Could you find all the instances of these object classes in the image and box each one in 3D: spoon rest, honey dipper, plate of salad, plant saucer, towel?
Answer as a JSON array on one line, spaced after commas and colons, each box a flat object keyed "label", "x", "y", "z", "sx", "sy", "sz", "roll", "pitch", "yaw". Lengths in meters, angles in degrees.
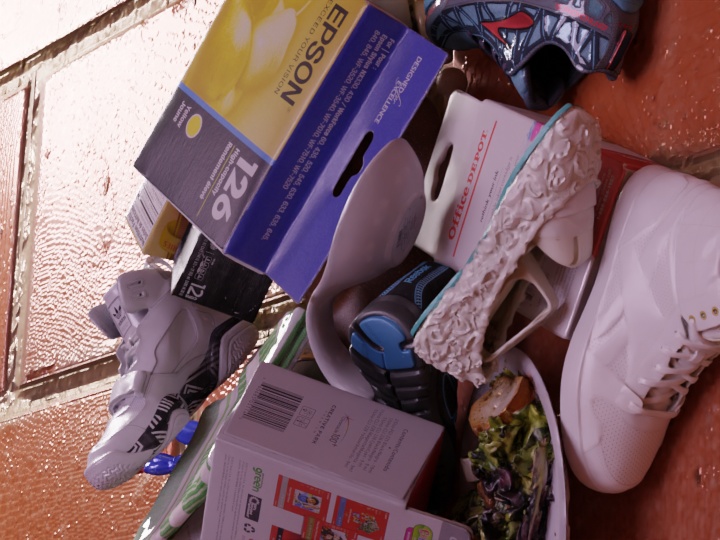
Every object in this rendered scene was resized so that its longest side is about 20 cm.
[{"label": "spoon rest", "x": 0.000, "y": 0.000, "z": 1.558, "sx": 0.060, "sy": 0.099, "sz": 0.200, "roll": 22, "pitch": 129, "yaw": 18}, {"label": "honey dipper", "x": 0.061, "y": -0.049, "z": 1.628, "sx": 0.038, "sy": 0.038, "sz": 0.201, "roll": -23, "pitch": 60, "yaw": 52}, {"label": "plate of salad", "x": 0.086, "y": 0.148, "z": 1.476, "sx": 0.200, "sy": 0.048, "sz": 0.201, "roll": 180, "pitch": 90, "yaw": -73}, {"label": "plant saucer", "x": 0.002, "y": -0.034, "z": 1.677, "sx": 0.200, "sy": 0.037, "sz": 0.201, "roll": -165, "pitch": 90, "yaw": -70}, {"label": "towel", "x": -0.102, "y": 0.119, "z": 1.671, "sx": 0.153, "sy": 0.023, "sz": 0.200, "roll": -61, "pitch": 8, "yaw": -33}]

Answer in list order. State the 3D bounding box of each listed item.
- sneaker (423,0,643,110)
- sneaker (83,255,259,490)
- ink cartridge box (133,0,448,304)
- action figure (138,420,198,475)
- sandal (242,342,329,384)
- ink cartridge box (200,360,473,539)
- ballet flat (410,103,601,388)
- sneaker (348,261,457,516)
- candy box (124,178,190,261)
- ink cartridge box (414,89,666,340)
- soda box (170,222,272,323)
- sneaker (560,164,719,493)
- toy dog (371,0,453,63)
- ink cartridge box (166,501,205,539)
[{"label": "sneaker", "x": 0.105, "y": -0.154, "z": 1.556, "sx": 0.200, "sy": 0.079, "sz": 0.096, "roll": -3, "pitch": 80, "yaw": 57}, {"label": "sneaker", "x": -0.172, "y": 0.075, "z": 1.785, "sx": 0.200, "sy": 0.115, "sz": 0.075, "roll": -48, "pitch": 3, "yaw": -40}, {"label": "ink cartridge box", "x": -0.055, "y": -0.109, "z": 1.604, "sx": 0.198, "sy": 0.047, "sz": 0.200, "roll": -59, "pitch": 40, "yaw": 8}, {"label": "action figure", "x": -0.120, "y": 0.140, "z": 1.833, "sx": 0.200, "sy": 0.052, "sz": 0.066, "roll": 4, "pitch": 89, "yaw": 52}, {"label": "sandal", "x": -0.040, "y": 0.094, "z": 1.719, "sx": 0.200, "sy": 0.054, "sz": 0.081, "roll": 22, "pitch": 99, "yaw": 57}, {"label": "ink cartridge box", "x": -0.012, "y": 0.183, "z": 1.536, "sx": 0.084, "sy": 0.175, "sz": 0.200, "roll": -59, "pitch": -15, "yaw": -49}, {"label": "ballet flat", "x": 0.103, "y": -0.009, "z": 1.418, "sx": 0.200, "sy": 0.072, "sz": 0.072, "roll": -58, "pitch": 38, "yaw": 30}, {"label": "sneaker", "x": 0.043, "y": 0.084, "z": 1.555, "sx": 0.073, "sy": 0.082, "sz": 0.200, "roll": 21, "pitch": 138, "yaw": 23}, {"label": "candy box", "x": -0.085, "y": -0.095, "z": 1.791, "sx": 0.200, "sy": 0.115, "sz": 0.055, "roll": -62, "pitch": 35, "yaw": 23}, {"label": "ink cartridge box", "x": 0.118, "y": -0.037, "z": 1.508, "sx": 0.200, "sy": 0.067, "sz": 0.117, "roll": 33, "pitch": 108, "yaw": 54}, {"label": "soda box", "x": -0.072, "y": -0.065, "z": 1.731, "sx": 0.063, "sy": 0.071, "sz": 0.200, "roll": -98, "pitch": 31, "yaw": -60}, {"label": "sneaker", "x": 0.186, "y": 0.045, "z": 1.374, "sx": 0.115, "sy": 0.073, "sz": 0.201, "roll": 20, "pitch": 102, "yaw": 54}, {"label": "toy dog", "x": 0.001, "y": -0.223, "z": 1.704, "sx": 0.200, "sy": 0.132, "sz": 0.097, "roll": 47, "pitch": 152, "yaw": 43}, {"label": "ink cartridge box", "x": -0.088, "y": 0.216, "z": 1.708, "sx": 0.200, "sy": 0.104, "sz": 0.059, "roll": -52, "pitch": 41, "yaw": 35}]
